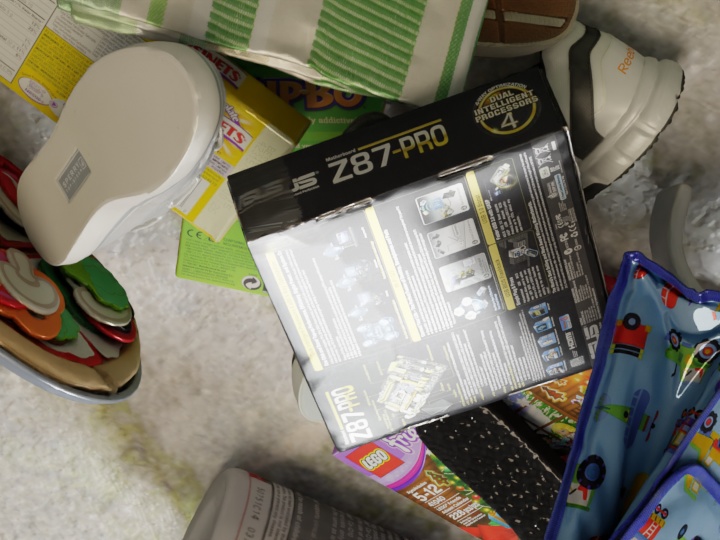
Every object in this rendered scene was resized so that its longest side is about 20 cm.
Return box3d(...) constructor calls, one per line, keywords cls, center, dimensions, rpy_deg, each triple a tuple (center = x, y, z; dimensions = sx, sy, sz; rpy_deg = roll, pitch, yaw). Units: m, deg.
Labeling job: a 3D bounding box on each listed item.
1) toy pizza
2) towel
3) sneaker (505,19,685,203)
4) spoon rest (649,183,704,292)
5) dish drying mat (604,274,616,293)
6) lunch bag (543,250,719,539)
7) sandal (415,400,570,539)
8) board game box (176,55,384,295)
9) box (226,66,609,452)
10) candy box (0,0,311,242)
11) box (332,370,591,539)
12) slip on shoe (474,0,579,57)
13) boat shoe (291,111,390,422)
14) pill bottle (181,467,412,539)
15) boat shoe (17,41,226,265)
box3d(cls="toy pizza", center=(-0.185, -0.011, 1.418), dimensions=(0.200, 0.200, 0.032), rpy_deg=(39, 107, -24))
box3d(cls="towel", center=(-0.031, -0.168, 1.281), dimensions=(0.200, 0.023, 0.153), rpy_deg=(16, 93, -2))
box3d(cls="sneaker", center=(0.081, -0.055, 1.399), dimensions=(0.080, 0.074, 0.200), rpy_deg=(32, 124, -12))
box3d(cls="spoon rest", center=(0.240, 0.022, 1.429), dimensions=(0.200, 0.061, 0.099), rpy_deg=(25, 170, -8))
box3d(cls="dish drying mat", center=(0.153, 0.037, 1.504), dimensions=(0.200, 0.018, 0.077), rpy_deg=(17, 136, -4))
box3d(cls="lunch bag", center=(0.153, 0.116, 1.368), dimensions=(0.094, 0.200, 0.151), rpy_deg=(20, 167, 30))
box3d(cls="sandal", center=(0.113, 0.127, 1.519), dimensions=(0.075, 0.045, 0.200), rpy_deg=(-32, 109, 37))
box3d(cls="board game box", center=(-0.041, -0.062, 1.432), dimensions=(0.095, 0.030, 0.200), rpy_deg=(12, 138, 0))
box3d(cls="box", center=(0.037, 0.001, 1.332), dimensions=(0.161, 0.049, 0.200), rpy_deg=(-21, 143, 1))
box3d(cls="candy box", center=(-0.129, -0.104, 1.383), dimensions=(0.200, 0.026, 0.102), rpy_deg=(37, 137, -4))
box3d(cls="box", center=(0.095, 0.085, 1.530), dimensions=(0.137, 0.039, 0.200), rpy_deg=(31, 140, -19))
box3d(cls="slip on shoe", center=(0.007, -0.147, 1.329), dimensions=(0.199, 0.076, 0.061), rpy_deg=(7, 174, -4))
box3d(cls="boat shoe", center=(0.000, 0.000, 1.415), dimensions=(0.071, 0.064, 0.200), rpy_deg=(-11, 143, -25))
box3d(cls="pill bottle", center=(-0.012, 0.207, 1.641), dimensions=(0.200, 0.114, 0.114), rpy_deg=(23, 135, -10))
box3d(cls="boat shoe", center=(-0.105, -0.060, 1.338), dimensions=(0.072, 0.068, 0.200), rpy_deg=(59, 145, 13))
